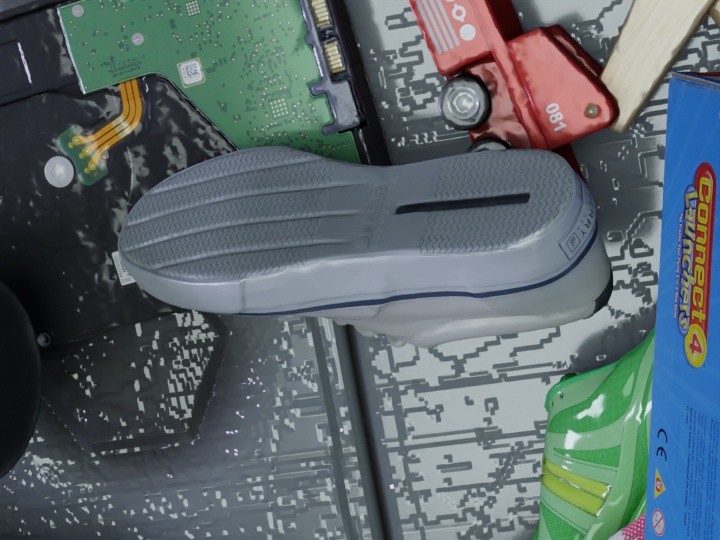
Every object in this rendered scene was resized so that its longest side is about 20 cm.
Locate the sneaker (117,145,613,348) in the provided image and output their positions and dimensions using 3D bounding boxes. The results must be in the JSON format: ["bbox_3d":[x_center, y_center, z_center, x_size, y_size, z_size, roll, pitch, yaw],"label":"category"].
[{"bbox_3d":[0.000,0.000,0.788,0.199,0.073,0.071,2,142,30],"label":"sneaker"}]

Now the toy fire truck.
[{"bbox_3d":[0.100,-0.083,0.795,0.140,0.049,0.201,-22,94,17],"label":"toy fire truck"}]

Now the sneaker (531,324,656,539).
[{"bbox_3d":[0.105,0.084,0.824,0.201,0.074,0.084,-56,45,27],"label":"sneaker"}]

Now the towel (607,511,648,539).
[{"bbox_3d":[0.097,0.169,0.817,0.200,0.030,0.146,-42,127,16],"label":"towel"}]

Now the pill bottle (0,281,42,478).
[{"bbox_3d":[-0.232,0.046,0.852,0.199,0.112,0.113,-3,100,31],"label":"pill bottle"}]

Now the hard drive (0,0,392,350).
[{"bbox_3d":[-0.091,-0.051,0.858,0.198,0.038,0.141,-16,96,18],"label":"hard drive"}]

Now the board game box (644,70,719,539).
[{"bbox_3d":[0.200,0.031,0.734,0.194,0.056,0.202,-3,103,-20],"label":"board game box"}]
